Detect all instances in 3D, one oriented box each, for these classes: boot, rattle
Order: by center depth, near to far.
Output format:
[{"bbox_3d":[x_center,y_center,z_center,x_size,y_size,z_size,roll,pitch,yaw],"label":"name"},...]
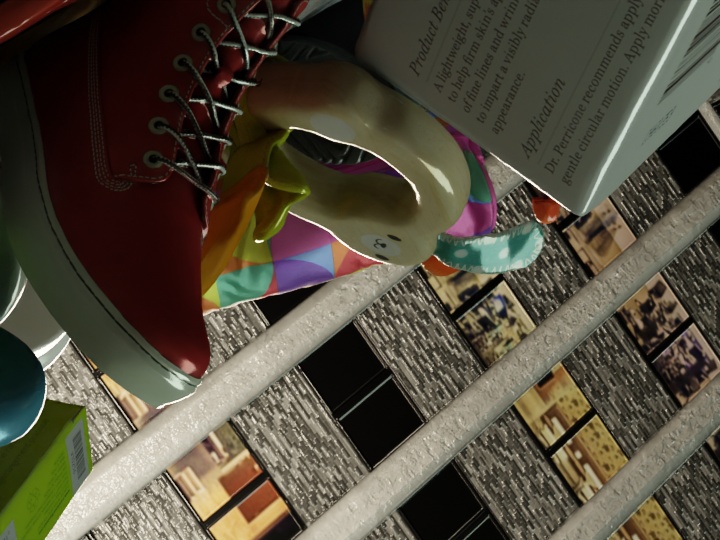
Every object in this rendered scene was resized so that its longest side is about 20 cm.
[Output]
[{"bbox_3d":[-0.063,-0.055,0.614,0.144,0.072,0.201,-35,-134,11],"label":"boot"},{"bbox_3d":[0.000,0.000,0.757,0.129,0.200,0.144,-12,-126,25],"label":"rattle"},{"bbox_3d":[-0.004,-0.136,0.964,0.200,0.163,0.066,-35,138,-51],"label":"boot"}]

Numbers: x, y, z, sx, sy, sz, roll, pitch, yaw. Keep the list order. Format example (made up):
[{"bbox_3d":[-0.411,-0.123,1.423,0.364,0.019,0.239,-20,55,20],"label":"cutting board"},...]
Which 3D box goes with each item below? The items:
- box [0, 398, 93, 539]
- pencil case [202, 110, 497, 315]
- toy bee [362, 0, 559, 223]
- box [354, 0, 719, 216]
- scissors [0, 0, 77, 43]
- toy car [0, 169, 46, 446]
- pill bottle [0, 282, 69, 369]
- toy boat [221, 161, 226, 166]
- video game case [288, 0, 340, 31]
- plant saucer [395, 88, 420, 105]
[{"bbox_3d":[-0.236,0.091,0.724,0.198,0.048,0.122,11,-143,16],"label":"box"},{"bbox_3d":[-0.021,-0.035,0.929,0.198,0.089,0.088,-16,180,-10],"label":"pencil case"},{"bbox_3d":[0.086,-0.084,0.821,0.131,0.198,0.110,-1,110,-65],"label":"toy bee"},{"bbox_3d":[0.123,-0.167,0.689,0.200,0.130,0.200,-40,161,-44],"label":"box"},{"bbox_3d":[-0.136,-0.080,0.555,0.199,0.014,0.073,-35,-169,-23],"label":"scissors"},{"bbox_3d":[-0.200,0.053,0.603,0.199,0.151,0.175,-31,-175,23],"label":"toy car"},{"bbox_3d":[-0.225,0.019,0.926,0.114,0.115,0.200,-37,-177,-26],"label":"pill bottle"},{"bbox_3d":[-0.119,-0.073,1.020,0.200,0.130,0.131,-41,164,-55],"label":"toy boat"},{"bbox_3d":[0.021,-0.195,0.826,0.199,0.046,0.181,-33,-177,37],"label":"video game case"},{"bbox_3d":[-0.030,-0.126,1.030,0.070,0.019,0.199,-30,-147,-25],"label":"plant saucer"}]
